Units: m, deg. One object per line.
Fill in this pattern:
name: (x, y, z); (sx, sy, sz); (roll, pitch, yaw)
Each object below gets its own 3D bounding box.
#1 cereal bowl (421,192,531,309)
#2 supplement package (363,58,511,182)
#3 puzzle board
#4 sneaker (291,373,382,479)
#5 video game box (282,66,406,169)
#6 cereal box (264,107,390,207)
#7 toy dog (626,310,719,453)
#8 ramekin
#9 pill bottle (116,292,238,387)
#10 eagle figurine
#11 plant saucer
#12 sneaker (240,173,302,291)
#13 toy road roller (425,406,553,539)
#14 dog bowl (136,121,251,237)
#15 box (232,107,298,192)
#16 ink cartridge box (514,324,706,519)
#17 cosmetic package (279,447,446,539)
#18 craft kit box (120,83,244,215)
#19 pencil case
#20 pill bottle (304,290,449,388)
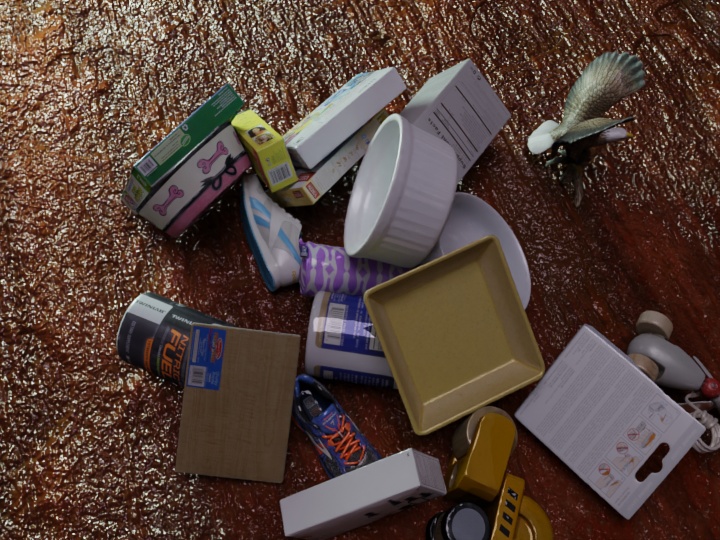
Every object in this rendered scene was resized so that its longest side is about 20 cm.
cereal bowl: (0.157, -0.006, 1.212); (0.197, 0.083, 0.204); (25, 49, -31)
supplement package: (0.123, -0.214, 1.314); (0.120, 0.120, 0.201); (47, 66, -18)
puzzle board: (-0.165, 0.179, 1.113); (0.147, 0.017, 0.206); (7, 95, -5)
sneaker: (-0.039, 0.221, 1.121); (0.075, 0.079, 0.200); (-39, 66, -18)
video game box: (-0.039, -0.241, 1.310); (0.199, 0.182, 0.047); (-40, 111, -8)
cereal box: (-0.050, -0.179, 1.320); (0.200, 0.143, 0.040); (-46, 112, -22)
toy dog: (0.440, 0.154, 1.154); (0.131, 0.097, 0.202); (-33, 79, -20)
ramekin: (0.056, -0.103, 1.145); (0.096, 0.201, 0.205); (18, 59, -16)
pill bottle: (-0.237, 0.112, 1.172); (0.196, 0.107, 0.108); (19, 62, 12)
eagle figurine: (0.361, -0.229, 1.293); (0.148, 0.201, 0.154); (-23, 62, -11)
plant saucer: (0.121, 0.082, 1.087); (0.196, 0.048, 0.204); (-23, 96, -9)
sneaker: (-0.138, -0.066, 1.295); (0.079, 0.077, 0.203); (-17, 67, -17)
toy road roller: (0.177, 0.293, 1.055); (0.143, 0.123, 0.204); (20, 67, -1)
dog bowl: (-0.249, -0.133, 1.270); (0.074, 0.199, 0.200); (47, 68, -9)
box: (-0.159, -0.194, 1.310); (0.049, 0.077, 0.200); (-26, 32, -11)
ink cartridge box: (0.329, 0.198, 1.099); (0.199, 0.047, 0.161); (41, 103, 20)
cosmetic package: (0.002, 0.285, 1.033); (0.197, 0.082, 0.052); (-27, 57, 21)
craft kit box: (-0.284, -0.186, 1.295); (0.049, 0.197, 0.200); (47, 69, -11)
pencil case: (0.000, 0.000, 1.225); (0.195, 0.085, 0.087); (5, 49, -13)
pill bottle: (0.026, 0.102, 1.161); (0.195, 0.121, 0.122); (9, 60, 3)
